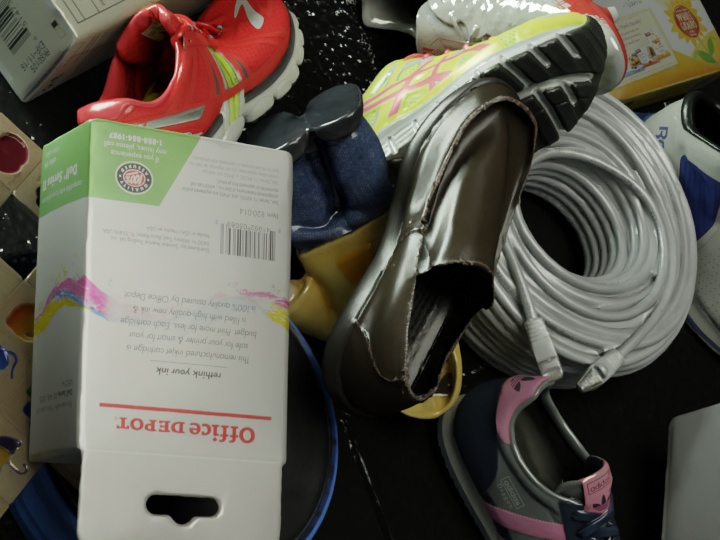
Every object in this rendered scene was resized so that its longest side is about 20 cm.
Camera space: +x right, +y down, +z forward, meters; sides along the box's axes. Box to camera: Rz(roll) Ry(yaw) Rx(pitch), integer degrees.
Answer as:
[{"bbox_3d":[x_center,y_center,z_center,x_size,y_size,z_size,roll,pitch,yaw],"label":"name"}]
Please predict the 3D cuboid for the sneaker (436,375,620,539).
[{"bbox_3d":[0.123,0.151,1.117,0.070,0.082,0.201,-36,94,-43],"label":"sneaker"}]

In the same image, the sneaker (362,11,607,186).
[{"bbox_3d":[0.050,-0.102,1.135,0.078,0.199,0.091,47,19,-45],"label":"sneaker"}]

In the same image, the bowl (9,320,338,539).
[{"bbox_3d":[-0.098,0.082,1.026,0.199,0.039,0.202,16,59,-29],"label":"bowl"}]

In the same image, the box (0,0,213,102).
[{"bbox_3d":[-0.132,-0.186,1.109,0.199,0.078,0.095,-33,88,-41],"label":"box"}]

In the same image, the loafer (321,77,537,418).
[{"bbox_3d":[0.052,-0.008,1.039,0.073,0.071,0.202,31,77,-39],"label":"loafer"}]

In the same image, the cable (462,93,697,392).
[{"bbox_3d":[0.125,-0.025,1.217,0.199,0.069,0.201,-22,80,-40],"label":"cable"}]

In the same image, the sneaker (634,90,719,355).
[{"bbox_3d":[0.251,-0.036,1.280,0.080,0.115,0.200,-31,87,-39],"label":"sneaker"}]

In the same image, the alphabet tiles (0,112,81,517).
[{"bbox_3d":[-0.175,0.038,0.965,0.167,0.008,0.200,43,51,-9],"label":"alphabet tiles"}]

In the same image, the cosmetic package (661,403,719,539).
[{"bbox_3d":[0.304,0.167,1.144,0.164,0.199,0.166,33,51,-32],"label":"cosmetic package"}]

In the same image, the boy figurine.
[{"bbox_3d":[0.000,0.000,1.095,0.065,0.123,0.201,-112,179,-67],"label":"boy figurine"}]

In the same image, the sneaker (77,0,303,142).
[{"bbox_3d":[-0.093,-0.115,1.066,0.085,0.076,0.201,67,32,-30],"label":"sneaker"}]

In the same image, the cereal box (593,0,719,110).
[{"bbox_3d":[0.165,-0.210,1.355,0.143,0.039,0.201,-18,78,-39],"label":"cereal box"}]

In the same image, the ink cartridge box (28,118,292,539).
[{"bbox_3d":[-0.099,0.037,0.953,0.116,0.067,0.202,8,77,-31],"label":"ink cartridge box"}]

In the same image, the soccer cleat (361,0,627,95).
[{"bbox_3d":[0.081,-0.147,1.192,0.085,0.200,0.069,-24,127,-29],"label":"soccer cleat"}]
